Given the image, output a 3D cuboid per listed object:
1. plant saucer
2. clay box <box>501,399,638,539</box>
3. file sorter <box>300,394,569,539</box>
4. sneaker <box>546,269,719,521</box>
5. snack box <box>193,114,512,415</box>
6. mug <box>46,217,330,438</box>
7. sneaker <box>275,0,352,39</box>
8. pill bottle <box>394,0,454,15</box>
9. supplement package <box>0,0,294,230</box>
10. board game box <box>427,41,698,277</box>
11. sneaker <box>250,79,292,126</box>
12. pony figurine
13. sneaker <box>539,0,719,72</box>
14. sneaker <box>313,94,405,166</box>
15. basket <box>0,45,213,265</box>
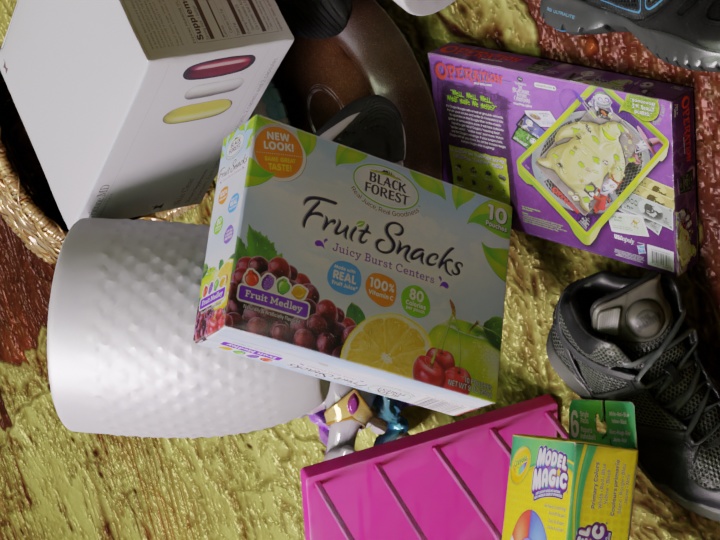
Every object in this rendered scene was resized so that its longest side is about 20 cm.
[{"bbox_3d":[-0.013,-0.114,1.139,0.200,0.032,0.201,39,142,39],"label":"plant saucer"},{"bbox_3d":[0.126,0.180,0.973,0.115,0.047,0.202,163,113,-75],"label":"clay box"},{"bbox_3d":[0.074,0.203,1.098,0.126,0.199,0.140,-128,29,-51],"label":"file sorter"},{"bbox_3d":[0.196,0.075,0.977,0.200,0.076,0.114,47,165,25],"label":"sneaker"},{"bbox_3d":[0.000,0.000,0.998,0.053,0.199,0.143,-27,51,55],"label":"snack box"},{"bbox_3d":[-0.106,0.049,1.080,0.200,0.174,0.149,73,-160,-72],"label":"mug"},{"bbox_3d":[-0.064,-0.226,1.093,0.199,0.089,0.074,28,165,43],"label":"sneaker"},{"bbox_3d":[-0.008,-0.257,0.990,0.200,0.109,0.110,43,141,23],"label":"pill bottle"},{"bbox_3d":[-0.155,-0.151,1.060,0.157,0.110,0.200,64,146,20],"label":"supplement package"},{"bbox_3d":[0.130,-0.076,1.013,0.199,0.032,0.121,20,132,42],"label":"board game box"},{"bbox_3d":[-0.124,-0.117,1.221,0.200,0.086,0.078,-1,108,70],"label":"sneaker"},{"bbox_3d":[-0.022,0.089,1.208,0.193,0.165,0.202,-151,67,-73],"label":"pony figurine"},{"bbox_3d":[0.177,-0.164,0.858,0.199,0.073,0.083,20,127,41],"label":"sneaker"},{"bbox_3d":[-0.035,-0.070,1.099,0.200,0.074,0.085,-48,42,45],"label":"sneaker"},{"bbox_3d":[-0.252,-0.116,1.357,0.149,0.142,0.201,-12,104,54],"label":"basket"}]
